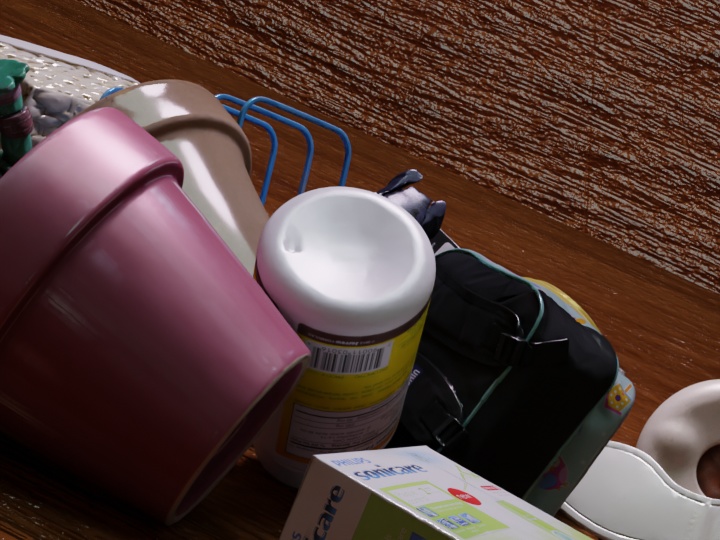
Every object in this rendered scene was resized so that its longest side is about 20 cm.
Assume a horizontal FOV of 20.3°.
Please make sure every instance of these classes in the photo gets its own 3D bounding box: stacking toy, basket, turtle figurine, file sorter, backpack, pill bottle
[{"bbox_3d":[0.290,0.170,1.632,0.145,0.147,0.200,24,-6,9],"label":"stacking toy"},{"bbox_3d":[-0.268,-0.110,1.765,0.199,0.137,0.123,13,17,-45],"label":"basket"},{"bbox_3d":[-0.257,-0.056,1.548,0.100,0.150,0.201,6,-42,36],"label":"turtle figurine"},{"bbox_3d":[-0.124,-0.077,1.670,0.199,0.124,0.138,9,-6,45],"label":"file sorter"},{"bbox_3d":[0.078,0.085,1.386,0.153,0.177,0.200,34,1,-32],"label":"backpack"},{"bbox_3d":[-0.020,0.050,1.254,0.108,0.201,0.110,5,50,-6],"label":"pill bottle"}]

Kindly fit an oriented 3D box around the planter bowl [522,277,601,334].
[{"bbox_3d":[0.135,0.067,1.572,0.200,0.083,0.201,41,-19,18],"label":"planter bowl"}]

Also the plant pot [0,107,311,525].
[{"bbox_3d":[-0.135,0.039,1.142,0.179,0.201,0.200,40,12,6],"label":"plant pot"}]

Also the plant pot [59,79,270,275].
[{"bbox_3d":[-0.131,-0.005,1.417,0.175,0.201,0.200,49,21,28],"label":"plant pot"}]

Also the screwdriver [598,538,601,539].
[{"bbox_3d":[0.176,0.200,1.414,0.028,0.029,0.200,24,9,8],"label":"screwdriver"}]

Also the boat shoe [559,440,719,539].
[{"bbox_3d":[0.215,0.182,1.430,0.198,0.073,0.062,20,-27,22],"label":"boat shoe"}]

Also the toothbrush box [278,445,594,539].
[{"bbox_3d":[0.069,0.179,1.106,0.199,0.087,0.145,26,10,27],"label":"toothbrush box"}]

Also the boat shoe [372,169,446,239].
[{"bbox_3d":[0.000,0.000,1.456,0.075,0.092,0.200,51,-27,5],"label":"boat shoe"}]

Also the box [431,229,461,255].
[{"bbox_3d":[0.116,0.053,1.732,0.200,0.060,0.117,45,0,17],"label":"box"}]
